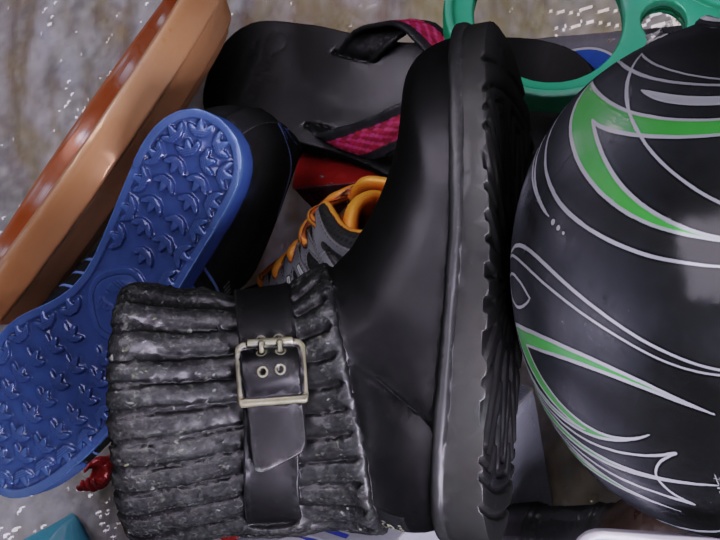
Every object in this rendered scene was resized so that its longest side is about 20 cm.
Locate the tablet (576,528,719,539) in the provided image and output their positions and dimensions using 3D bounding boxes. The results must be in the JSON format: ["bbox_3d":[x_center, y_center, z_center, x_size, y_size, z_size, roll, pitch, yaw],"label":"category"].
[{"bbox_3d":[0.138,0.200,1.116,0.129,0.014,0.202,2,89,15],"label":"tablet"}]

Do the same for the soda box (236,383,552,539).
[{"bbox_3d":[-0.002,0.121,1.200,0.063,0.069,0.200,15,43,32],"label":"soda box"}]

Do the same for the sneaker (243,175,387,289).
[{"bbox_3d":[0.000,0.000,1.273,0.199,0.078,0.078,-16,13,47],"label":"sneaker"}]

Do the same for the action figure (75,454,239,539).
[{"bbox_3d":[-0.103,0.087,1.326,0.098,0.065,0.201,-25,56,4],"label":"action figure"}]

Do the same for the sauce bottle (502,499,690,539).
[{"bbox_3d":[0.150,0.109,1.182,0.199,0.065,0.065,-2,65,27],"label":"sauce bottle"}]

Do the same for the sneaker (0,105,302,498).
[{"bbox_3d":[-0.092,0.015,1.280,0.070,0.078,0.200,44,110,18],"label":"sneaker"}]

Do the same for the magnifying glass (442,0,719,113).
[{"bbox_3d":[0.133,-0.101,1.238,0.198,0.022,0.080,4,65,-1],"label":"magnifying glass"}]

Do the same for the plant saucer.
[{"bbox_3d":[-0.116,-0.053,1.356,0.032,0.200,0.201,35,83,-9],"label":"plant saucer"}]

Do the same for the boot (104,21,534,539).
[{"bbox_3d":[-0.018,0.006,1.160,0.157,0.079,0.213,2,80,16],"label":"boot"}]

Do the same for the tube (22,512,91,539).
[{"bbox_3d":[-0.116,0.163,1.277,0.077,0.051,0.200,-25,29,-20],"label":"tube"}]

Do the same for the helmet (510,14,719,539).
[{"bbox_3d":[0.148,0.002,1.110,0.189,0.200,0.201,2,67,27],"label":"helmet"}]

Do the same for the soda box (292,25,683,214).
[{"bbox_3d":[0.074,-0.057,1.306,0.199,0.063,0.070,-3,63,27],"label":"soda box"}]

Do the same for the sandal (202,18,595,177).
[{"bbox_3d":[0.009,-0.076,1.283,0.199,0.045,0.076,9,69,32],"label":"sandal"}]
